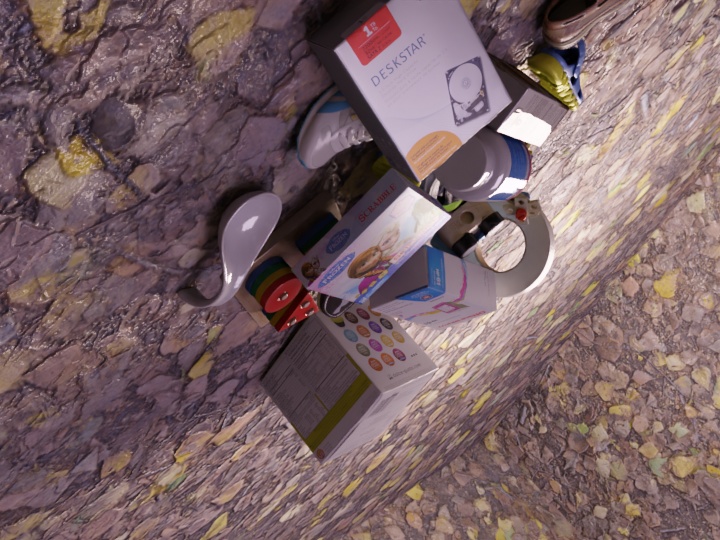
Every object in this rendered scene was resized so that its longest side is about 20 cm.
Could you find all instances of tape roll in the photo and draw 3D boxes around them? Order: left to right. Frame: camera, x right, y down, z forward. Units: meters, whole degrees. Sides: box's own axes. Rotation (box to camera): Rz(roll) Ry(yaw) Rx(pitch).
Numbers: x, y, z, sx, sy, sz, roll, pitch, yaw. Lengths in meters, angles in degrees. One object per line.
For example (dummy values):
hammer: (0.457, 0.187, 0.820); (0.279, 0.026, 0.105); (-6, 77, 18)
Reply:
tape roll: (0.271, -0.048, 1.685); (0.203, 0.203, 0.037); (-50, 157, 18)

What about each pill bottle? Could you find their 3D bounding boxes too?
pill bottle: (0.179, -0.158, 1.301); (0.112, 0.112, 0.200); (-51, 164, 19)

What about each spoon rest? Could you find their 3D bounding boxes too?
spoon rest: (-0.167, -0.023, 1.146); (0.099, 0.061, 0.200); (-9, 141, -56)

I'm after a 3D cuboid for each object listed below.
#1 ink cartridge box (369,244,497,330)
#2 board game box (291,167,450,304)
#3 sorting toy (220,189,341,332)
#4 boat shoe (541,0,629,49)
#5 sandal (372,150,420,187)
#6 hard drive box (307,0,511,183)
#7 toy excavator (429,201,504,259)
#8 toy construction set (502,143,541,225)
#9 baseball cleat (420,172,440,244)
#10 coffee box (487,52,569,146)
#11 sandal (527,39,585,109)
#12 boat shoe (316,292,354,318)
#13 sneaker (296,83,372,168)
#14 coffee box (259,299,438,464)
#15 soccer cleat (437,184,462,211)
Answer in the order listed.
ink cartridge box: (0.133, 0.036, 1.592); (0.199, 0.085, 0.144); (17, 151, -42)
board game box: (0.021, -0.042, 1.267); (0.200, 0.041, 0.199); (-45, 158, 11)
sorting toy: (-0.089, 0.005, 1.323); (0.199, 0.070, 0.200); (-40, 159, -8)
boat shoe: (0.353, -0.420, 1.314); (0.200, 0.076, 0.074); (-46, 155, 4)
sandal: (0.066, -0.182, 1.249); (0.200, 0.079, 0.087); (101, 13, -69)
hard drive box: (0.060, -0.230, 1.012); (0.156, 0.077, 0.200); (-42, 124, -5)
toy excavator: (0.166, -0.049, 1.659); (0.194, 0.100, 0.200); (-38, 167, -10)
toy construction set: (0.259, -0.179, 1.479); (0.091, 0.201, 0.131); (6, 142, -5)
baseball cleat: (0.091, -0.143, 1.384); (0.069, 0.107, 0.201); (5, 112, -14)
coffee box: (0.223, -0.260, 1.324); (0.080, 0.114, 0.200); (-54, 158, 19)
sandal: (0.338, -0.327, 1.439); (0.087, 0.079, 0.200); (-55, 160, 4)
boat shoe: (0.001, 0.000, 1.448); (0.072, 0.066, 0.201); (34, 99, -28)
sneaker: (0.003, -0.196, 1.097); (0.200, 0.081, 0.076); (-43, 160, 3)
coffee box: (-0.022, 0.193, 1.613); (0.199, 0.198, 0.200); (-12, 145, -55)
soccer cleat: (0.160, -0.165, 1.459); (0.081, 0.068, 0.200); (-19, 150, -36)
